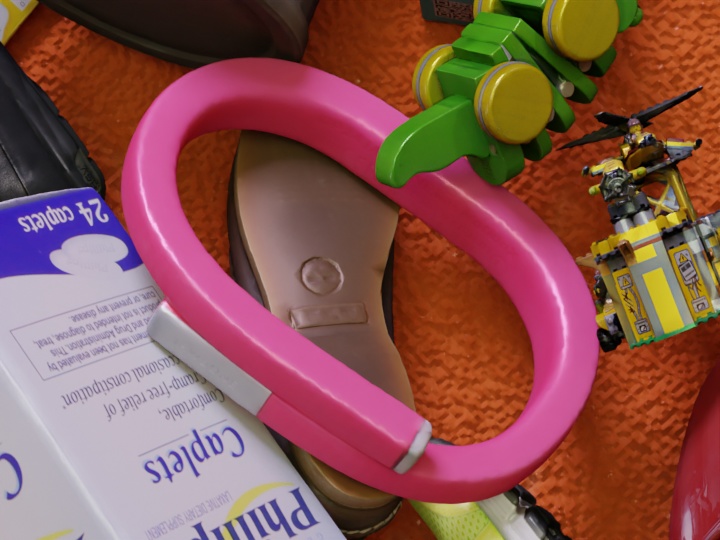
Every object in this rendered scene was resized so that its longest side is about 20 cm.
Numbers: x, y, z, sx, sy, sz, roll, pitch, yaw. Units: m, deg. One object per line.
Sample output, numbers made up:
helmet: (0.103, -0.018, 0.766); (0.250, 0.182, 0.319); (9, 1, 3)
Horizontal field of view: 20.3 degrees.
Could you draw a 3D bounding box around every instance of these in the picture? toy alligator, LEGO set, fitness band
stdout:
toy alligator: (0.083, -0.097, 0.784); (0.200, 0.059, 0.054); (-50, 121, -11)
LEGO set: (0.157, -0.059, 0.729); (0.199, 0.154, 0.117); (-23, 88, 21)
fitness band: (0.000, 0.000, 0.757); (0.199, 0.037, 0.144); (36, 49, -2)

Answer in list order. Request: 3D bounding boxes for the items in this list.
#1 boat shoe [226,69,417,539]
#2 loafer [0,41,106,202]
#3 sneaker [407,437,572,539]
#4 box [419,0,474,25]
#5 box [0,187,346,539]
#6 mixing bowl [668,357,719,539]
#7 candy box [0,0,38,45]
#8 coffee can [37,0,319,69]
boat shoe: (-0.021, 0.016, 0.806); (0.070, 0.070, 0.201); (5, 59, -15)
loafer: (-0.178, -0.083, 0.797); (0.070, 0.068, 0.201); (-39, 120, -11)
sneaker: (0.063, 0.155, 0.775); (0.090, 0.078, 0.201); (-37, 76, 6)
box: (0.081, -0.202, 0.851); (0.082, 0.049, 0.201); (10, 81, 6)
box: (-0.126, 0.107, 0.746); (0.184, 0.105, 0.200); (-44, 77, 30)
mixing bowl: (0.194, 0.071, 0.737); (0.199, 0.201, 0.109); (-15, 47, 2)
candy box: (-0.194, -0.116, 0.838); (0.200, 0.102, 0.026); (-52, 38, -6)
coffee can: (-0.057, -0.200, 0.806); (0.145, 0.146, 0.201); (19, 77, 8)
